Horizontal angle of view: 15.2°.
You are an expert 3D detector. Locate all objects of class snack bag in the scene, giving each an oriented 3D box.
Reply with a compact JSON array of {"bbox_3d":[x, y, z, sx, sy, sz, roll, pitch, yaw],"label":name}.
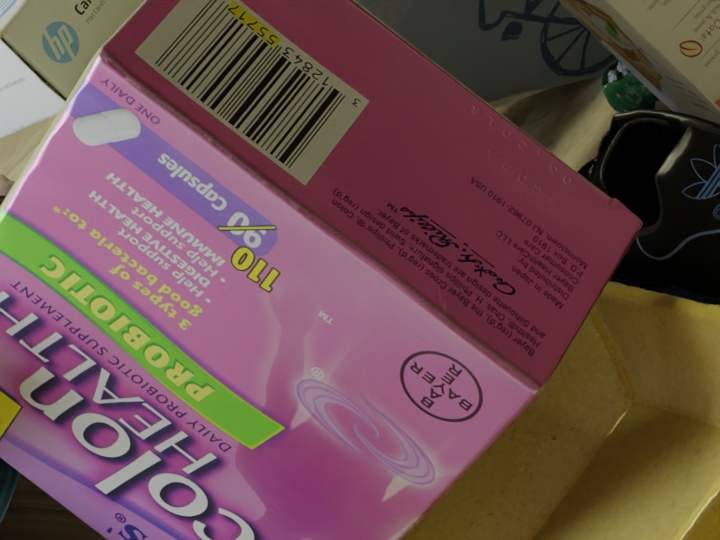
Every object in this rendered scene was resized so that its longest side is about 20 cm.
[{"bbox_3d":[0.051,-0.142,1.129,0.021,0.199,0.189,54,149,42],"label":"snack bag"}]

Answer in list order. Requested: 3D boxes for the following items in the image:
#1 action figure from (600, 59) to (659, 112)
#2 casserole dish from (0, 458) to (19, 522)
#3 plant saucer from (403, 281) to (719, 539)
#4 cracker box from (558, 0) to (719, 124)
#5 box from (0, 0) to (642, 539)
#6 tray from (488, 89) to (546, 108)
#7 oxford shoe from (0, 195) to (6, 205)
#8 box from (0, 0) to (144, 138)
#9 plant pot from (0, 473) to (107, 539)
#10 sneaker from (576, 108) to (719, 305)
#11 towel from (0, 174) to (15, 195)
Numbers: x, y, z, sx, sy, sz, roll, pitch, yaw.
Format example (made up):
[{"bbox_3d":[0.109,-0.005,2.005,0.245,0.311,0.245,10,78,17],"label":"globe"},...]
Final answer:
[{"bbox_3d":[0.171,-0.146,1.144,0.200,0.055,0.118,-53,19,8],"label":"action figure"},{"bbox_3d":[-0.201,0.129,1.032,0.200,0.039,0.121,-44,19,31],"label":"casserole dish"},{"bbox_3d":[0.067,0.102,0.881,0.200,0.048,0.200,-53,17,-7],"label":"plant saucer"},{"bbox_3d":[0.098,-0.121,1.008,0.058,0.200,0.134,-48,17,2],"label":"cracker box"},{"bbox_3d":[-0.036,0.011,0.932,0.200,0.176,0.097,-50,3,46],"label":"box"},{"bbox_3d":[0.040,-0.092,1.303,0.199,0.022,0.107,-20,24,9],"label":"tray"},{"bbox_3d":[-0.196,0.026,0.996,0.200,0.074,0.071,-50,-18,-54],"label":"oxford shoe"},{"bbox_3d":[-0.101,-0.130,1.009,0.156,0.041,0.200,-14,39,57],"label":"box"},{"bbox_3d":[-0.115,0.103,1.122,0.201,0.200,0.093,-34,37,44],"label":"plant pot"},{"bbox_3d":[0.105,-0.024,0.998,0.070,0.078,0.200,-54,17,-13],"label":"sneaker"},{"bbox_3d":[-0.218,0.072,1.286,0.191,0.032,0.201,127,165,-65],"label":"towel"}]
